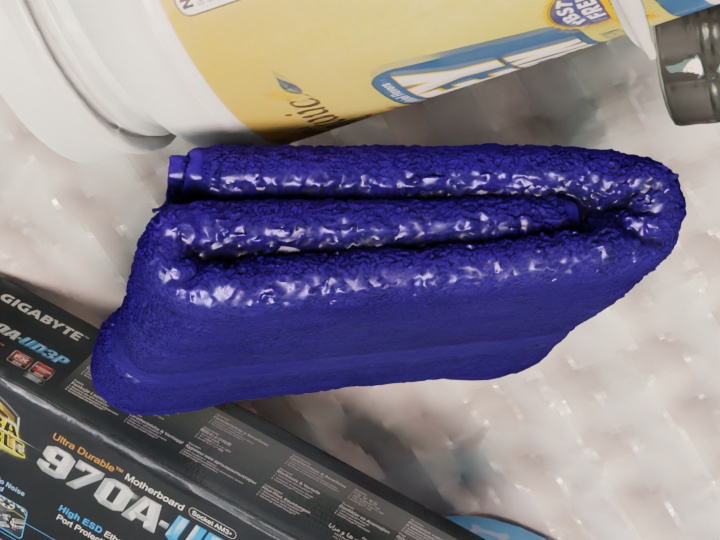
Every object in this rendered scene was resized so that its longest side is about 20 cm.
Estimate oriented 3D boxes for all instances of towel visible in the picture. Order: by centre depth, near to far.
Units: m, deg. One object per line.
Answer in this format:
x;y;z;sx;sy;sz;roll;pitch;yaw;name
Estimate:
0.000;0.000;0.805;0.147;0.050;0.200;-6;171;-10;towel

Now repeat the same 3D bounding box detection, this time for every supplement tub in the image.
0.000;-0.115;0.737;0.199;0.145;0.145;-17;122;19;supplement tub

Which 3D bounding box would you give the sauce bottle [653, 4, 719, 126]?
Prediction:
0.179;-0.072;0.749;0.199;0.066;0.066;-7;125;16;sauce bottle

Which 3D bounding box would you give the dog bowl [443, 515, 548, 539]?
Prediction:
0.073;0.152;0.979;0.199;0.050;0.112;25;125;-10;dog bowl

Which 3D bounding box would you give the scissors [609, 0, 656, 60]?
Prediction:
0.034;-0.139;0.627;0.073;0.014;0.200;-31;107;23;scissors

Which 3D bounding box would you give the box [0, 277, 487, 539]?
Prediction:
-0.064;0.114;0.931;0.199;0.046;0.159;27;128;14;box
